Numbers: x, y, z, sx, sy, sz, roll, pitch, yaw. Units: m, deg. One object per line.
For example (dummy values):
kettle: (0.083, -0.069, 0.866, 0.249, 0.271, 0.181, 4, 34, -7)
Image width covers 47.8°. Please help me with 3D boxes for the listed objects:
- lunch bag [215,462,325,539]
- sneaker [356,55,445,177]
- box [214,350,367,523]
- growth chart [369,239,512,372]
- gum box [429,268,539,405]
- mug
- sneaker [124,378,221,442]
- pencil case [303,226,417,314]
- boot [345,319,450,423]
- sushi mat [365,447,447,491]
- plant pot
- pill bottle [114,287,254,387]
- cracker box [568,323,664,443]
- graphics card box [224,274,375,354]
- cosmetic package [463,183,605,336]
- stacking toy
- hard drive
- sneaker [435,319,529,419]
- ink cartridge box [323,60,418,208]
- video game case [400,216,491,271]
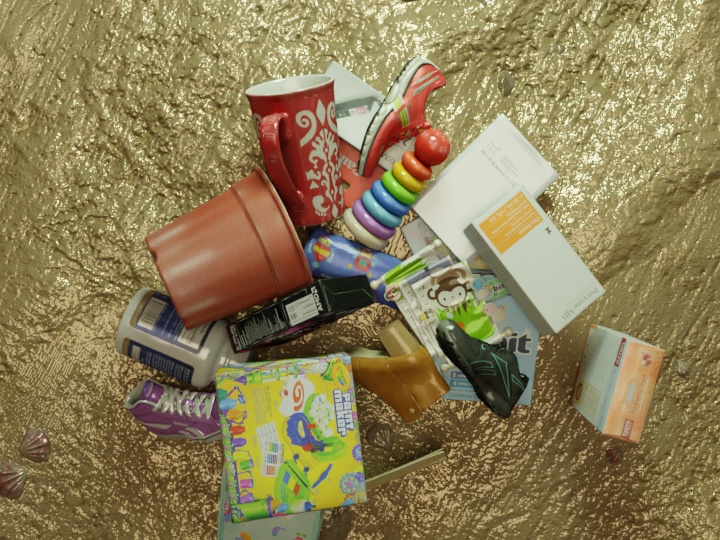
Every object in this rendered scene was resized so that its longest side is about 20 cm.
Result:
lunch bag: (-0.132, 0.333, 1.268, 0.167, 0.122, 0.203, 9, 98, 2)
sneaker: (0.063, -0.221, 1.219, 0.084, 0.077, 0.202, 31, 93, -5)
box: (-0.099, 0.230, 1.154, 0.189, 0.122, 0.204, -6, 89, -6)
growth chart: (0.128, 0.053, 1.225, 0.144, 0.018, 0.201, -37, 101, 6)
gum box: (0.191, 0.102, 1.267, 0.167, 0.045, 0.204, 4, 101, -2)
mug: (-0.104, -0.171, 1.206, 0.132, 0.177, 0.203, 12, 121, 41)
sneaker: (-0.273, 0.208, 1.236, 0.198, 0.115, 0.073, -12, 48, 25)
pencil case: (0.000, 0.000, 1.269, 0.197, 0.087, 0.079, 22, 67, 0)
boot: (0.030, 0.178, 1.253, 0.200, 0.071, 0.145, -32, 93, 31)
sushi mat: (0.045, 0.323, 1.275, 0.197, 0.096, 0.012, -23, 68, 3)
plant pot: (-0.198, -0.020, 1.193, 0.193, 0.201, 0.203, -25, 92, -11)
pill bottle: (-0.269, 0.114, 1.266, 0.197, 0.111, 0.112, 23, 93, 1)
cracker box: (0.374, 0.161, 1.202, 0.057, 0.200, 0.136, 15, 94, 1)
graphics card box: (-0.090, 0.065, 1.209, 0.198, 0.125, 0.052, -27, 78, 32)
cosmetic package: (0.254, -0.014, 1.199, 0.101, 0.071, 0.201, -38, 87, -7)
stacking toy: (0.060, -0.131, 1.227, 0.085, 0.085, 0.201, 39, 110, 0)
hard drive: (0.191, -0.123, 1.260, 0.200, 0.027, 0.132, -44, 91, 3)
sneaker: (0.182, 0.132, 1.208, 0.079, 0.075, 0.201, -42, 120, -5)
ink cartridge box: (-0.009, -0.198, 1.278, 0.199, 0.044, 0.175, 34, 92, 0)
video game case: (0.189, -0.032, 1.288, 0.198, 0.023, 0.184, -27, 92, 3)
